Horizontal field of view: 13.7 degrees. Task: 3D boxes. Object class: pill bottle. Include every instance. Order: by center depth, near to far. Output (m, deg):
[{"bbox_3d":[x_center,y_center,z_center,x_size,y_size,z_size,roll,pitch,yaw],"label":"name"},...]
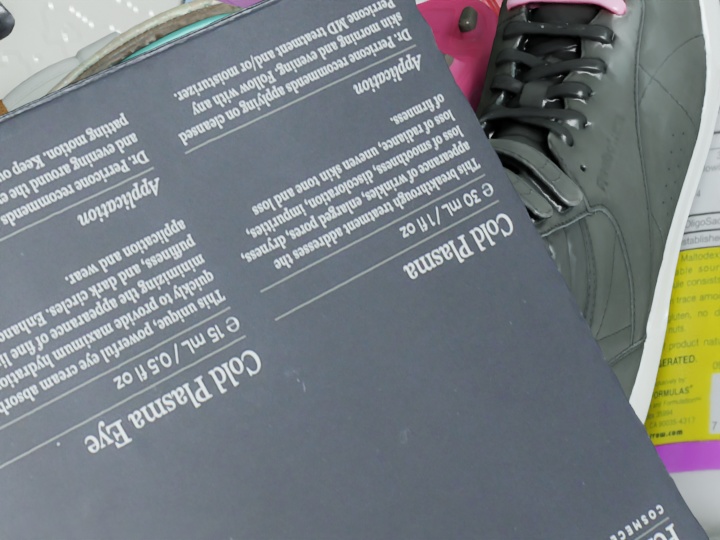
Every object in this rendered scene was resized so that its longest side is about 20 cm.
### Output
[{"bbox_3d":[0.135,-0.010,0.933,0.104,0.104,0.200,13,73,-32],"label":"pill bottle"}]

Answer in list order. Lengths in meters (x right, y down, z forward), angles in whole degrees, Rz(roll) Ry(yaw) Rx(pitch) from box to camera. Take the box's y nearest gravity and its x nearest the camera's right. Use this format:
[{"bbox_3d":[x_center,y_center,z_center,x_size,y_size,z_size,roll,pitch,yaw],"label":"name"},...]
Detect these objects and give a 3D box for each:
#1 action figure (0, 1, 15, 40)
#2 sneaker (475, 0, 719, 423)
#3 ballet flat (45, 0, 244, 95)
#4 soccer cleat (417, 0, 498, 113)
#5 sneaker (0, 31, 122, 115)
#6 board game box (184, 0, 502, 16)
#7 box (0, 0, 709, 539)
[{"bbox_3d":[-0.158,-0.054,0.871,0.102,0.119,0.200,42,47,-19],"label":"action figure"},{"bbox_3d":[0.053,-0.039,0.867,0.099,0.071,0.200,23,73,-60],"label":"sneaker"},{"bbox_3d":[-0.096,-0.006,0.873,0.200,0.062,0.067,-47,111,-12],"label":"ballet flat"},{"bbox_3d":[0.000,0.000,0.915,0.086,0.070,0.200,62,40,-33],"label":"soccer cleat"},{"bbox_3d":[-0.065,0.030,0.950,0.085,0.073,0.200,-29,100,-5],"label":"sneaker"},{"bbox_3d":[0.014,-0.070,1.049,0.158,0.039,0.200,29,58,-24],"label":"board game box"},{"bbox_3d":[-0.043,0.047,0.736,0.200,0.104,0.182,-27,88,-39],"label":"box"}]
